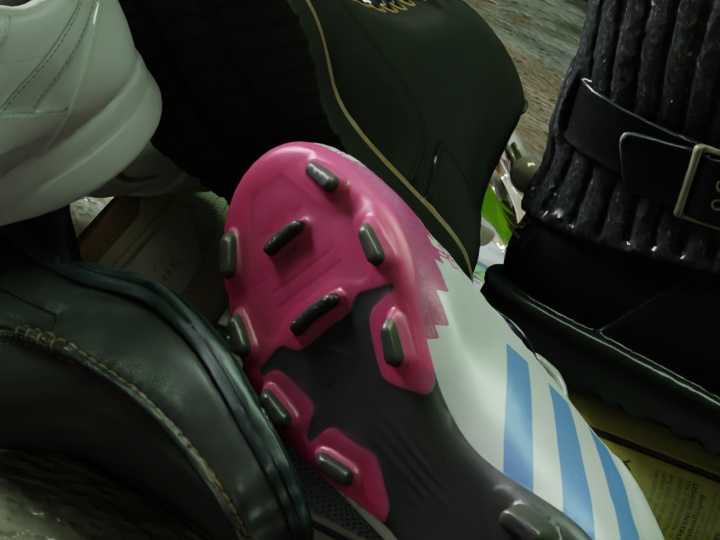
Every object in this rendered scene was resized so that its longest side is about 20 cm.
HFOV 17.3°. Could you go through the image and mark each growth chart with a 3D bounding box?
[{"bbox_3d":[0.062,-0.022,0.971,0.145,0.018,0.200,66,-4,-29],"label":"growth chart"}]

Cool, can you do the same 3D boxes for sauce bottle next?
[{"bbox_3d":[0.114,0.088,0.853,0.199,0.066,0.066,23,16,-19],"label":"sauce bottle"}]

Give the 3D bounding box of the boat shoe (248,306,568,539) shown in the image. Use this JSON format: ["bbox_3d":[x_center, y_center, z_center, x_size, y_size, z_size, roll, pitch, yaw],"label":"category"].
[{"bbox_3d":[0.052,0.070,0.755,0.199,0.093,0.075,23,16,-11],"label":"boat shoe"}]

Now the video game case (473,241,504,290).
[{"bbox_3d":[0.058,0.031,1.011,0.200,0.024,0.182,37,19,30],"label":"video game case"}]

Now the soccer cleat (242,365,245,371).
[{"bbox_3d":[0.000,0.000,0.870,0.067,0.082,0.200,10,25,6],"label":"soccer cleat"}]

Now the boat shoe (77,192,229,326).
[{"bbox_3d":[-0.054,-0.026,0.929,0.065,0.072,0.200,41,24,-4],"label":"boat shoe"}]

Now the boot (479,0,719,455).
[{"bbox_3d":[0.154,-0.013,0.819,0.210,0.159,0.079,24,11,-4],"label":"boot"}]

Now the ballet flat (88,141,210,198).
[{"bbox_3d":[-0.096,-0.063,0.787,0.200,0.071,0.071,38,5,-41],"label":"ballet flat"}]

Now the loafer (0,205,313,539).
[{"bbox_3d":[-0.091,0.035,0.716,0.072,0.073,0.200,-33,46,-24],"label":"loafer"}]

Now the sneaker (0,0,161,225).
[{"bbox_3d":[-0.145,-0.036,0.671,0.075,0.100,0.200,18,46,36],"label":"sneaker"}]

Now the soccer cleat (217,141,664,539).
[{"bbox_3d":[0.029,0.049,0.688,0.086,0.070,0.201,13,39,-56],"label":"soccer cleat"}]

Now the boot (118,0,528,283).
[{"bbox_3d":[-0.015,-0.085,0.798,0.201,0.077,0.139,60,35,-29],"label":"boot"}]
